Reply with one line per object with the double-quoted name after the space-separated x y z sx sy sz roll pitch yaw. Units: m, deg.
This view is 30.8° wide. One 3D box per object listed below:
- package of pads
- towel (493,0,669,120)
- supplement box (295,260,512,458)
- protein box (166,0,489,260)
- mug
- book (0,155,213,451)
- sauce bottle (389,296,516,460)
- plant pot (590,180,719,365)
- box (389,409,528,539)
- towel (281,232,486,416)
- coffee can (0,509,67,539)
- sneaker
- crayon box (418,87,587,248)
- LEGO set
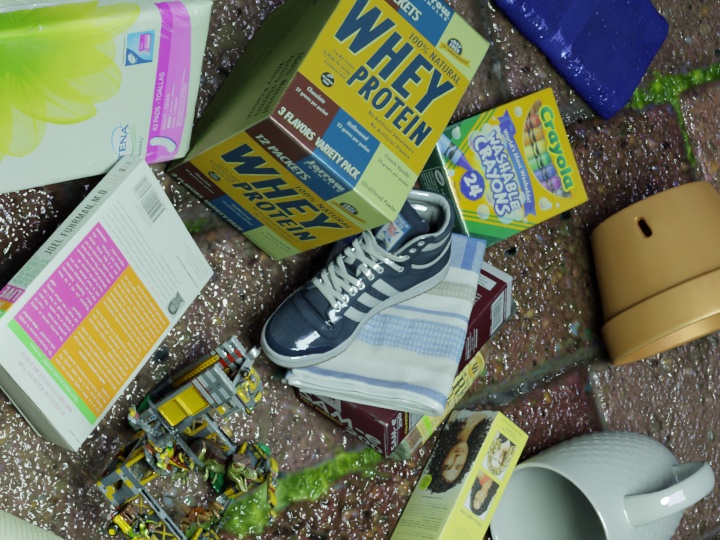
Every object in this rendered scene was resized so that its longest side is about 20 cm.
-0.223 -0.148 1.041 0.199 0.068 0.155 -15 137 -34 "package of pads"
0.237 -0.278 1.417 0.200 0.049 0.148 42 71 -23 "towel"
0.042 0.063 1.204 0.200 0.109 0.061 -45 152 -28 "supplement box"
-0.030 -0.139 1.123 0.135 0.200 0.199 39 64 -20 "protein box"
0.253 0.226 1.276 0.175 0.200 0.149 -17 84 -42 "mug"
-0.213 0.024 1.054 0.200 0.048 0.134 -52 136 -28 "book"
0.080 0.092 1.256 0.065 0.065 0.200 51 62 -18 "sauce bottle"
0.331 -0.002 1.368 0.199 0.200 0.141 -12 75 -34 "plant pot"
0.083 0.229 1.239 0.050 0.075 0.201 39 64 -26 "box"
0.026 0.035 1.174 0.146 0.024 0.201 11 53 11 "towel"
-0.241 0.272 0.975 0.199 0.146 0.147 33 68 -26 "coffee can"
0.000 0.000 1.115 0.199 0.109 0.070 -31 65 -24 "sneaker"
0.153 -0.106 1.335 0.199 0.051 0.126 -24 98 -33 "crayon box"
-0.114 0.147 1.049 0.154 0.116 0.200 55 23 -5 "LEGO set"
